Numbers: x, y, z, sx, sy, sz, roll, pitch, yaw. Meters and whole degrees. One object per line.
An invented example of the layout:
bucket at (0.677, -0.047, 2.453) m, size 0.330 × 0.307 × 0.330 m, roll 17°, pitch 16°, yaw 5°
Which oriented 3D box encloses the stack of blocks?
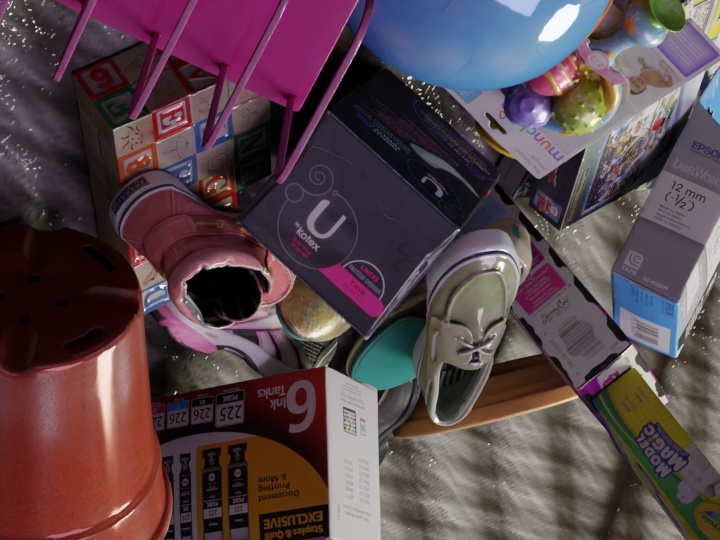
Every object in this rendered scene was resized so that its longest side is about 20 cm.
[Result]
stack of blocks at (-0.123, -0.071, 1.513) m, size 0.115 × 0.059 × 0.201 m, roll -26°, pitch 146°, yaw -19°

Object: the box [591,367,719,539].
box at (0.260, 0.180, 1.704) m, size 0.048 × 0.200 × 0.117 m, roll -37°, pitch 149°, yaw -2°

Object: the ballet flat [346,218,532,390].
ballet flat at (0.063, 0.024, 1.747) m, size 0.069 × 0.070 × 0.200 m, roll 4°, pitch 146°, yaw -47°

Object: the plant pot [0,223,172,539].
plant pot at (-0.224, 0.088, 1.507) m, size 0.200 × 0.201 × 0.196 m, roll -19°, pitch 135°, yaw -28°

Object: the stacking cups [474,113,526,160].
stacking cups at (0.156, -0.179, 1.663) m, size 0.060 × 0.061 × 0.201 m, roll -2°, pitch 131°, yaw -43°

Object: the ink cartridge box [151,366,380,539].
ink cartridge box at (-0.088, 0.180, 1.682) m, size 0.199 × 0.177 × 0.084 m, roll -13°, pitch 159°, yaw 28°

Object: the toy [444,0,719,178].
toy at (0.151, -0.138, 1.591) m, size 0.200 × 0.115 × 0.047 m, roll -35°, pitch -162°, yaw 40°

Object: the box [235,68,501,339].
box at (0.010, -0.051, 1.535) m, size 0.106 × 0.122 × 0.200 m, roll -49°, pitch 179°, yaw 17°

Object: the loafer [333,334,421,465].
loafer at (-0.003, 0.109, 1.856) m, size 0.072 × 0.073 × 0.201 m, roll -10°, pitch 137°, yaw -31°

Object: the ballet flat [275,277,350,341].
ballet flat at (0.000, 0.000, 1.669) m, size 0.071 × 0.071 × 0.200 m, roll -54°, pitch 169°, yaw 24°

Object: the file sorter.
file sorter at (-0.100, -0.161, 1.266) m, size 0.199 × 0.126 × 0.139 m, roll 24°, pitch 122°, yaw -11°

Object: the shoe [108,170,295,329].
shoe at (-0.089, 0.005, 1.500) m, size 0.071 × 0.091 × 0.200 m, roll -43°, pitch 149°, yaw 9°

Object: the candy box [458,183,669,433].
candy box at (0.157, 0.031, 1.792) m, size 0.061 × 0.200 × 0.136 m, roll -40°, pitch 150°, yaw 1°

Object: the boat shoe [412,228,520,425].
boat shoe at (0.083, 0.045, 1.666) m, size 0.071 × 0.062 × 0.201 m, roll -6°, pitch 146°, yaw -12°

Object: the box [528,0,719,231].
box at (0.208, -0.137, 1.694) m, size 0.136 × 0.038 × 0.201 m, roll -27°, pitch 146°, yaw -35°

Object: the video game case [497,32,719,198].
video game case at (0.223, -0.140, 1.796) m, size 0.199 × 0.036 × 0.182 m, roll -6°, pitch 136°, yaw -41°

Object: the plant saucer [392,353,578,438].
plant saucer at (0.120, 0.103, 1.917) m, size 0.198 × 0.038 × 0.200 m, roll -15°, pitch -179°, yaw 0°

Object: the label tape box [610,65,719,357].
label tape box at (0.273, -0.046, 1.786) m, size 0.201 × 0.066 × 0.143 m, roll -59°, pitch 164°, yaw -14°

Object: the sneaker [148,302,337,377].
sneaker at (-0.073, 0.025, 1.670) m, size 0.087 × 0.080 × 0.199 m, roll -51°, pitch 148°, yaw 14°

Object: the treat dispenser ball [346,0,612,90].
treat dispenser ball at (0.071, -0.215, 1.390) m, size 0.200 × 0.201 × 0.202 m, roll -26°, pitch 147°, yaw -19°
